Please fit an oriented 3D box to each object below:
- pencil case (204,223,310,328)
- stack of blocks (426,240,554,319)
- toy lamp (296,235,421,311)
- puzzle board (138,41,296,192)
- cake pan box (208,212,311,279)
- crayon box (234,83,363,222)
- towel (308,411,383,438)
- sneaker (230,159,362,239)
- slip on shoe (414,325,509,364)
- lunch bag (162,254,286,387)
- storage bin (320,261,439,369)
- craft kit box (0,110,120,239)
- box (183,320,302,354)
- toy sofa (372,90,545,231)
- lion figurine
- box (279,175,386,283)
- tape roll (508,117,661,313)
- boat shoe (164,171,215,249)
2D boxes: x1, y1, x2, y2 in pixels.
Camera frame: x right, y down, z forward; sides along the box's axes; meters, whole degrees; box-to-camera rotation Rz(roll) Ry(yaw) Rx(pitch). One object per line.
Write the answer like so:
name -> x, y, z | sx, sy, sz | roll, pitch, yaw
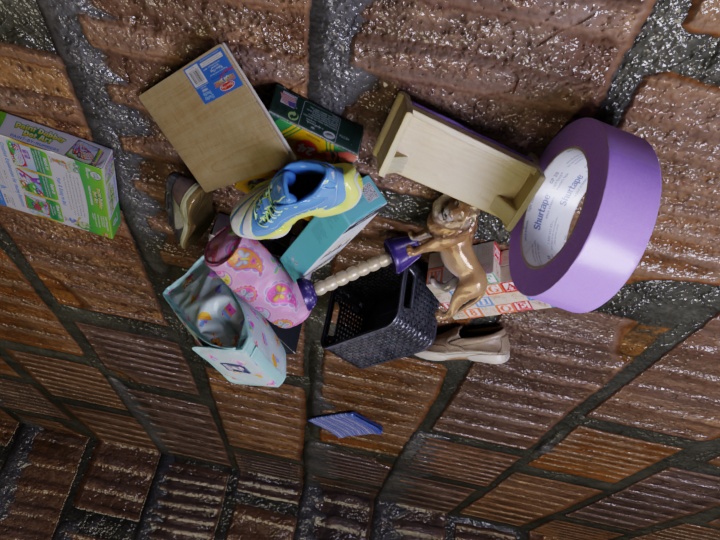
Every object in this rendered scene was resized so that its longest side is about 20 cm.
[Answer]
pencil case -> -0.158, 0.012, 0.932 | 0.085, 0.090, 0.200 | -10, 142, 31
stack of blocks -> 0.215, 0.013, 0.917 | 0.195, 0.060, 0.115 | -10, 142, 32
toy lamp -> 0.000, 0.000, 0.899 | 0.195, 0.059, 0.059 | -23, 146, -5
puzzle board -> -0.181, -0.181, 0.731 | 0.196, 0.018, 0.153 | -7, 124, 43
cake pan box -> -0.177, -0.007, 1.029 | 0.178, 0.054, 0.201 | 14, 148, -8
crayon box -> -0.092, -0.140, 0.791 | 0.124, 0.052, 0.200 | 22, 147, -16
towel -> -0.044, 0.462, 1.741 | 0.197, 0.024, 0.144 | -20, 135, 41
sneaker -> -0.099, -0.095, 0.721 | 0.195, 0.078, 0.104 | -18, 167, 21
slip on shoe -> 0.187, 0.135, 1.122 | 0.194, 0.076, 0.063 | 3, 109, 30
lunch bag -> -0.214, 0.103, 0.977 | 0.199, 0.121, 0.172 | 42, 167, 32
storage bin -> 0.033, 0.072, 0.996 | 0.093, 0.139, 0.197 | 32, 143, -30
craft kit box -> -0.486, -0.146, 0.924 | 0.192, 0.050, 0.201 | 20, 147, -8
box -> -0.239, 0.111, 1.206 | 0.194, 0.081, 0.141 | -6, 147, 27
toy sofa -> 0.117, -0.137, 0.712 | 0.195, 0.099, 0.084 | 21, 123, -14
lion figurine -> 0.140, -0.018, 0.842 | 0.119, 0.073, 0.203 | -17, 119, 25
box -> -0.046, -0.056, 0.867 | 0.050, 0.082, 0.200 | 53, 142, 3
tape roll -> 0.242, -0.061, 0.657 | 0.064, 0.205, 0.201 | 16, 148, -8
boat shoe -> -0.270, -0.096, 0.912 | 0.065, 0.074, 0.200 | 41, 153, -1
